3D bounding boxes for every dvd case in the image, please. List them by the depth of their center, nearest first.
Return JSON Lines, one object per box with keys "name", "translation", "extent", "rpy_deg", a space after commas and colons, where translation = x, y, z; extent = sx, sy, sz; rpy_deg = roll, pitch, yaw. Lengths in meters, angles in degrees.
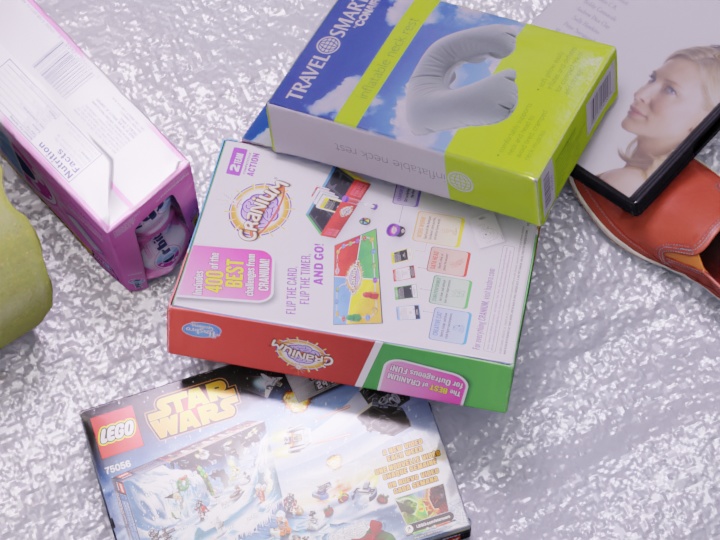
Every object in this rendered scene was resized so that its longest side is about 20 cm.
{"name": "dvd case", "translation": [0.178, -0.138, 1.590], "extent": [0.143, 0.018, 0.200], "rpy_deg": [35, 72, 31]}

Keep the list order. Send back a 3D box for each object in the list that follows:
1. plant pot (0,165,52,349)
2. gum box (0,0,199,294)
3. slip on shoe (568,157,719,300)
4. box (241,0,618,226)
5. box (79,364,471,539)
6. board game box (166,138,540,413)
{"name": "plant pot", "translation": [-0.286, 0.006, 1.503], "extent": [0.184, 0.200, 0.201], "rpy_deg": [-27, 73, -19]}
{"name": "gum box", "translation": [-0.178, -0.084, 1.556], "extent": [0.066, 0.114, 0.200], "rpy_deg": [-41, 75, -11]}
{"name": "slip on shoe", "translation": [0.207, -0.024, 1.554], "extent": [0.200, 0.061, 0.074], "rpy_deg": [40, 79, 18]}
{"name": "box", "translation": [0.039, -0.105, 1.553], "extent": [0.200, 0.048, 0.122], "rpy_deg": [17, 53, 21]}
{"name": "box", "translation": [-0.050, 0.119, 1.526], "extent": [0.200, 0.040, 0.137], "rpy_deg": [-17, 73, -4]}
{"name": "board game box", "translation": [0.000, 0.000, 1.529], "extent": [0.200, 0.040, 0.153], "rpy_deg": [10, 44, 5]}
